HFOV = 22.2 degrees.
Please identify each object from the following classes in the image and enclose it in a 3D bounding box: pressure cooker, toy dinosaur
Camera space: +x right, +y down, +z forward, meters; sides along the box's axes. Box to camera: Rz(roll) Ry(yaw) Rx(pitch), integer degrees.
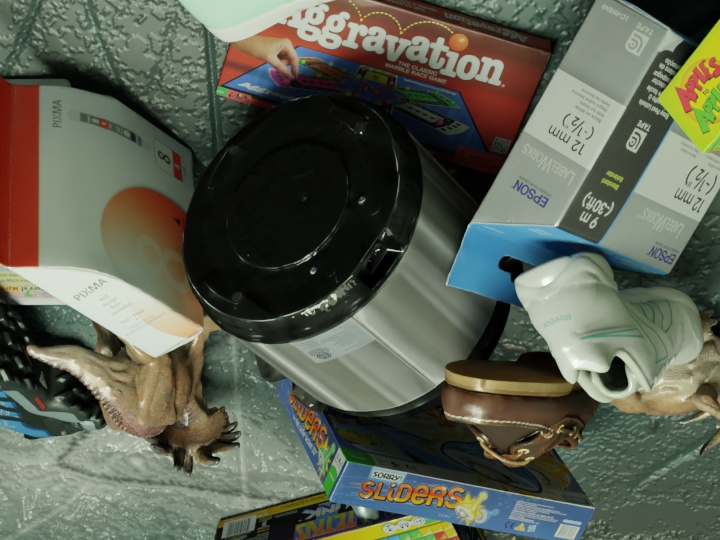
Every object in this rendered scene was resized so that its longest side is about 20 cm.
[{"bbox_3d":[0.000,0.003,1.195,0.176,0.179,0.200,16,164,39],"label":"pressure cooker"},{"bbox_3d":[0.222,0.080,1.316,0.200,0.086,0.136,13,165,14],"label":"toy dinosaur"},{"bbox_3d":[-0.146,0.086,1.293,0.086,0.200,0.136,5,93,31],"label":"toy dinosaur"}]

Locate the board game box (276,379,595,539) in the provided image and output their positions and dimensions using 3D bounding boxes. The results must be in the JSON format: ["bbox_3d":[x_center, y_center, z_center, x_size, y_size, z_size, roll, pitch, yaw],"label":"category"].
[{"bbox_3d":[0.052,0.126,1.292,0.200,0.135,0.035,13,114,-27],"label":"board game box"}]

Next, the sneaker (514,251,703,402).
[{"bbox_3d":[0.164,0.048,1.167,0.070,0.080,0.200,-27,156,28],"label":"sneaker"}]

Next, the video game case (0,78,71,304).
[{"bbox_3d":[-0.290,-0.052,1.284,0.200,0.024,0.182,0,128,3],"label":"video game case"}]

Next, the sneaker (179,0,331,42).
[{"bbox_3d":[-0.045,-0.211,1.063,0.200,0.074,0.118,-25,141,28],"label":"sneaker"}]

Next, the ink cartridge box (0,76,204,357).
[{"bbox_3d":[-0.182,-0.057,1.158,0.050,0.162,0.200,-29,136,23],"label":"ink cartridge box"}]

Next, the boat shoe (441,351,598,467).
[{"bbox_3d":[0.106,0.092,1.170,0.070,0.200,0.070,14,95,27],"label":"boat shoe"}]

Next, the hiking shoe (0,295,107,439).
[{"bbox_3d":[-0.270,0.074,1.329,0.087,0.075,0.200,-24,136,27],"label":"hiking shoe"}]

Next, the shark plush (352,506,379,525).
[{"bbox_3d":[-0.007,0.092,1.371,0.083,0.091,0.200,-32,99,3],"label":"shark plush"}]

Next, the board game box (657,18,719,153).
[{"bbox_3d":[0.278,-0.124,1.097,0.200,0.048,0.102,-6,141,-45],"label":"board game box"}]

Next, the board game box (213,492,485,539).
[{"bbox_3d":[0.005,0.250,1.473,0.200,0.057,0.165,-17,123,17],"label":"board game box"}]

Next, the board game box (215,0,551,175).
[{"bbox_3d":[0.014,-0.133,1.201,0.200,0.019,0.103,15,126,-7],"label":"board game box"}]

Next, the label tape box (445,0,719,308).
[{"bbox_3d":[0.155,-0.054,1.137,0.143,0.066,0.200,18,103,-50],"label":"label tape box"}]
